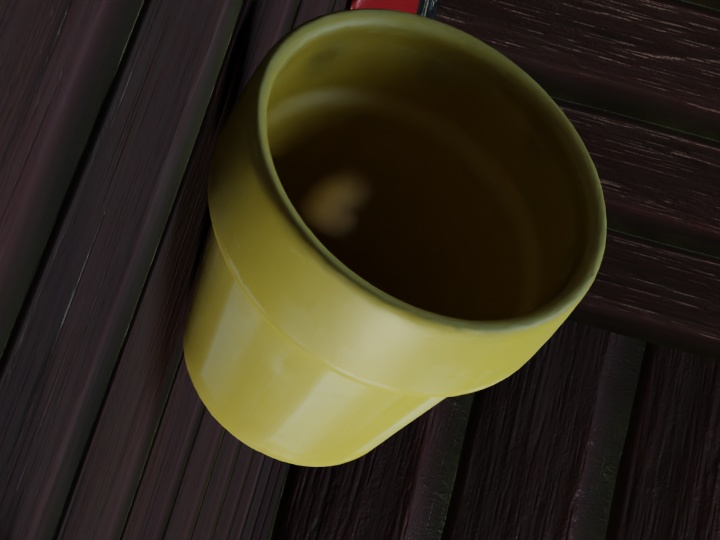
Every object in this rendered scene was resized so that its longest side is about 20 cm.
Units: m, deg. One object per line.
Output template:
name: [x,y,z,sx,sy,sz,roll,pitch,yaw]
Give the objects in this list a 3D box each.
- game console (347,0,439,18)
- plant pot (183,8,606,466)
game console: [-0.002,-0.214,2.195,0.173,0.118,0.201,-118,-147,-43]
plant pot: [0.000,0.000,1.276,0.189,0.200,0.202,-56,-167,46]
